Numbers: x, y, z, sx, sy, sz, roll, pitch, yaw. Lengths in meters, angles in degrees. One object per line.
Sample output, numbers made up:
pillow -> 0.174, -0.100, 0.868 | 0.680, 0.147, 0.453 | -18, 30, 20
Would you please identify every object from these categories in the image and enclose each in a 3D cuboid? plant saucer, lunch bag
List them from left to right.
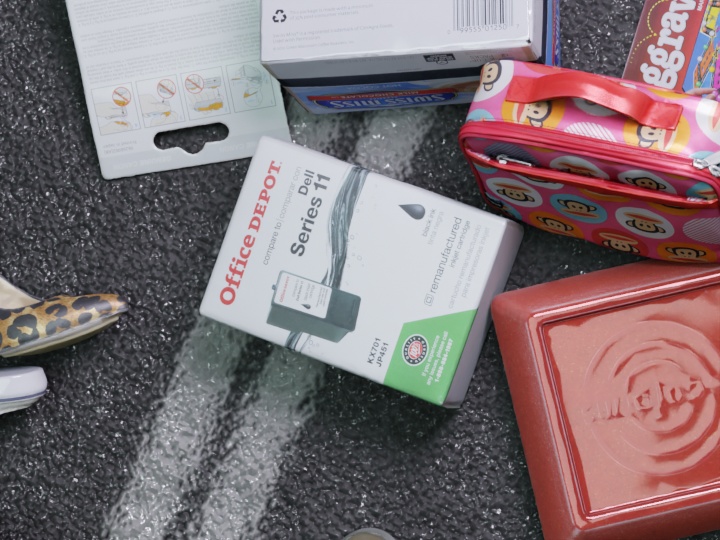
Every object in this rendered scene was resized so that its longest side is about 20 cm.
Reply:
lunch bag -> 0.173, -0.082, 1.459 | 0.200, 0.176, 0.082 | 13, 70, 20
plant saucer -> 0.210, 0.092, 1.498 | 0.199, 0.037, 0.200 | -13, 84, 1

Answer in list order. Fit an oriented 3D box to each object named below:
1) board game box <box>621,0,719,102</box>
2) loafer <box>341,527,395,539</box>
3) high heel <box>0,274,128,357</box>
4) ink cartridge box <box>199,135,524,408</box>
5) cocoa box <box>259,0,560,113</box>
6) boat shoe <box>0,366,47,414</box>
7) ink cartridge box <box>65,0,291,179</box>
board game box -> 0.255, -0.184, 1.525 | 0.103, 0.019, 0.200 | 17, 91, 25
loafer -> 0.027, 0.286, 1.536 | 0.075, 0.070, 0.200 | -29, 80, 11
high heel -> -0.280, -0.002, 1.631 | 0.200, 0.071, 0.143 | -13, 86, 19
ink cartridge box -> 0.000, 0.000, 1.553 | 0.200, 0.083, 0.147 | 19, 92, 14
cocoa box -> 0.039, -0.198, 1.525 | 0.200, 0.131, 0.134 | -3, 77, 14
boat shoe -> -0.330, 0.121, 1.640 | 0.200, 0.071, 0.070 | -12, 93, 15
ink cartridge box -> -0.139, -0.183, 1.632 | 0.162, 0.050, 0.200 | -8, 102, 13
